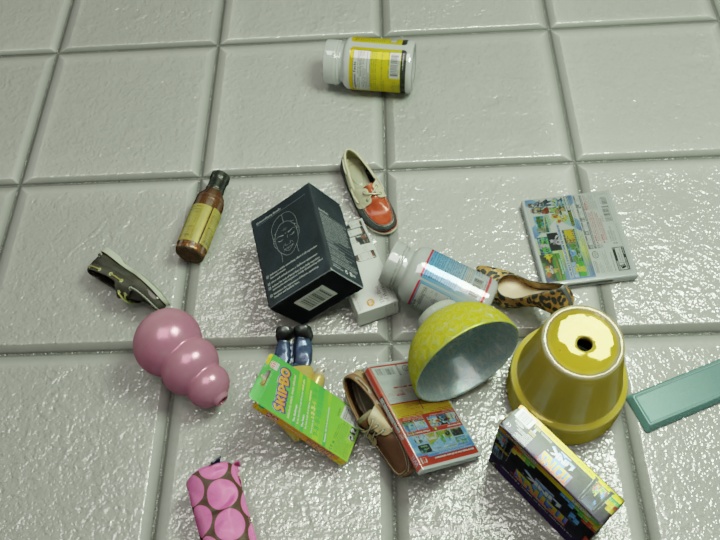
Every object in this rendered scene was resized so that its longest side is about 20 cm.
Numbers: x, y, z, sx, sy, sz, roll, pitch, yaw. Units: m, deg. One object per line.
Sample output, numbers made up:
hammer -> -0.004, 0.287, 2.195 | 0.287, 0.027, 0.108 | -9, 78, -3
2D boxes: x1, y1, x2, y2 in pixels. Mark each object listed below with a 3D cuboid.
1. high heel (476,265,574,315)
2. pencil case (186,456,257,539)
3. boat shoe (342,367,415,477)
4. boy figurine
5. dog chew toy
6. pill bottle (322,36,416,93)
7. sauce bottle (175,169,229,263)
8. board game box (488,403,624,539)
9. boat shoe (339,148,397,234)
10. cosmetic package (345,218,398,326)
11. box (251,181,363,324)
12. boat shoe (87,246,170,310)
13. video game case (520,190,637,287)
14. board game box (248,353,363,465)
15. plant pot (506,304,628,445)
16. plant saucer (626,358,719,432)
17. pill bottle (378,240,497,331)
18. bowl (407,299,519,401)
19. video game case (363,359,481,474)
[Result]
high heel -> 0.292, 0.021, 1.377 | 0.199, 0.143, 0.071 | 37, 67, 23
pencil case -> -0.209, 0.403, 1.213 | 0.093, 0.091, 0.201 | -12, 60, -20
boat shoe -> 0.026, 0.254, 1.277 | 0.071, 0.076, 0.201 | 3, 45, -45
boy figurine -> -0.123, 0.197, 1.345 | 0.123, 0.065, 0.202 | 0, 56, 0
dog chew toy -> -0.307, 0.160, 1.351 | 0.124, 0.125, 0.200 | -41, 72, -20
pill bottle -> 0.021, -0.458, 1.708 | 0.197, 0.115, 0.115 | 6, 59, 8
sauce bottle -> -0.311, -0.112, 1.548 | 0.065, 0.066, 0.202 | 11, 58, 10
board game box -> 0.291, 0.320, 1.179 | 0.057, 0.166, 0.200 | -36, 62, -20
boat shoe -> 0.014, -0.161, 1.556 | 0.070, 0.063, 0.201 | -22, 61, -12
cosmetic package -> 0.000, 0.000, 1.464 | 0.082, 0.051, 0.201 | -19, 59, -7
box -> -0.101, -0.030, 1.424 | 0.148, 0.107, 0.202 | -30, 56, 22
boat shoe -> -0.443, 0.029, 1.469 | 0.200, 0.072, 0.061 | 32, 69, 29
video game case -> 0.420, -0.061, 1.490 | 0.180, 0.022, 0.202 | -7, 59, 0
board game box -> -0.090, 0.229, 1.276 | 0.199, 0.030, 0.096 | 38, 47, -13
plant pot -> 0.349, 0.159, 1.262 | 0.198, 0.190, 0.203 | -1, 59, 2
plant saucer -> 0.560, 0.209, 1.317 | 0.198, 0.019, 0.070 | -19, 59, -9
pill bottle -> 0.138, 0.026, 1.384 | 0.198, 0.109, 0.109 | 27, 63, 5
bowl -> 0.154, 0.114, 1.284 | 0.198, 0.201, 0.108 | -24, 54, -11
video game case -> 0.103, 0.236, 1.285 | 0.142, 0.017, 0.201 | 0, 49, -41
